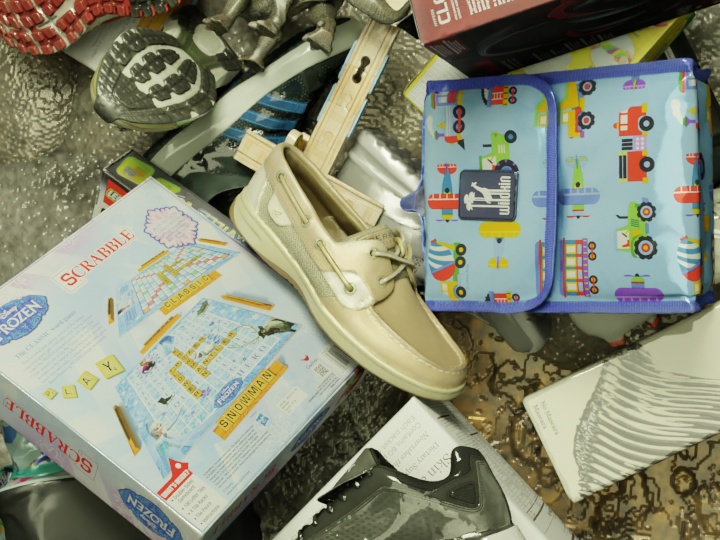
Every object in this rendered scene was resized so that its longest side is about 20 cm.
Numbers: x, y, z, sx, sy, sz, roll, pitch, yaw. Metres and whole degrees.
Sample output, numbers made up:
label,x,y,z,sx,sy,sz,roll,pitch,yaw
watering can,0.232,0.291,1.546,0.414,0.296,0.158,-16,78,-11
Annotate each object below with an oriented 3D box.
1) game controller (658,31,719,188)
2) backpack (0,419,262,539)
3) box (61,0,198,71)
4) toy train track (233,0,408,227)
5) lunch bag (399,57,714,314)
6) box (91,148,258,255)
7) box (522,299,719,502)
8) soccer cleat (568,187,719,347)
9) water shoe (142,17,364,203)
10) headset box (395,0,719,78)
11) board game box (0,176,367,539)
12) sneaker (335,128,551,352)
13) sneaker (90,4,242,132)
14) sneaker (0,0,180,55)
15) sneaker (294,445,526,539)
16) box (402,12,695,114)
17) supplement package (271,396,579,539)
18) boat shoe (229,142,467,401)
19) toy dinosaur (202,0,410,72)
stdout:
label,x,y,z,sx,sy,sz,roll,pitch,yaw
game controller,0.186,-0.138,0.979,0.103,0.042,0.202,-24,82,-6
backpack,-0.165,0.150,0.935,0.175,0.200,0.152,-9,81,-14
box,-0.222,-0.234,1.060,0.199,0.041,0.120,33,92,14
toy train track,-0.021,-0.100,0.949,0.114,0.033,0.202,28,97,12
lunch bag,0.122,-0.051,0.888,0.198,0.094,0.153,-1,92,21
box,-0.108,0.014,0.989,0.199,0.035,0.111,36,134,11
box,0.215,0.078,0.936,0.199,0.068,0.083,-29,81,8
soccer cleat,0.225,-0.024,0.933,0.199,0.069,0.078,-31,115,9
water shoe,-0.068,-0.107,1.016,0.199,0.072,0.079,-35,105,8
headset box,0.118,-0.183,0.846,0.198,0.148,0.076,-16,84,16
board game box,-0.120,0.053,0.861,0.199,0.200,0.041,36,134,11
sneaker,0.053,-0.008,0.982,0.200,0.075,0.082,46,108,18
sneaker,-0.146,-0.121,0.970,0.077,0.200,0.089,46,112,-4
sneaker,-0.191,-0.209,1.001,0.198,0.082,0.079,-4,115,24
sneaker,-0.003,0.156,0.823,0.198,0.066,0.092,-16,79,5
box,0.136,-0.158,0.941,0.117,0.048,0.200,44,104,14
supplement package,0.062,0.206,0.914,0.152,0.151,0.200,-45,80,4
boat shoe,0.000,0.000,0.888,0.200,0.072,0.065,45,116,18
toy dinosaur,-0.045,-0.196,0.943,0.199,0.077,0.103,-4,60,48
